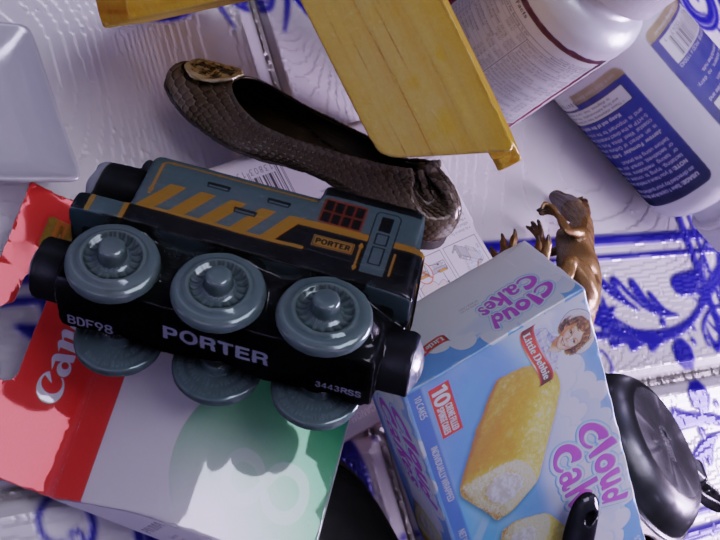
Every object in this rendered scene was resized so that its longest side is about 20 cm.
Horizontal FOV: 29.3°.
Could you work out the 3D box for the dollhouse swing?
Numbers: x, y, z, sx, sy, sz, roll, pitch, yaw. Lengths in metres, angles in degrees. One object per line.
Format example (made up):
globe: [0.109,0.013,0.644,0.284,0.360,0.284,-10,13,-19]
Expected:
dollhouse swing: [-0.025,-0.115,0.801,0.183,0.175,0.200,63,8,-10]

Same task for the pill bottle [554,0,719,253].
pill bottle: [0.251,-0.113,1.077,0.200,0.119,0.120,46,47,-12]

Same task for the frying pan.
frying pan: [0.202,0.135,0.871,0.190,0.031,0.115,44,29,-27]

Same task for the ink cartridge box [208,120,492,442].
ink cartridge box: [0.000,0.000,0.858,0.199,0.045,0.177,-23,83,-44]

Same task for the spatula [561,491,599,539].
spatula: [0.113,0.217,0.775,0.056,0.020,0.202,-7,108,-36]

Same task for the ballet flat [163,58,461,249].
ballet flat: [-0.027,-0.079,0.808,0.199,0.047,0.067,31,36,13]

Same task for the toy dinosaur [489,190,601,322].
toy dinosaur: [0.149,0.015,0.965,0.106,0.060,0.202,23,55,-31]

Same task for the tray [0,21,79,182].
tray: [-0.249,-0.086,0.704,0.199,0.022,0.108,-3,61,-41]

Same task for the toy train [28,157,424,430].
toy train: [-0.059,0.004,0.681,0.198,0.086,0.114,14,48,7]

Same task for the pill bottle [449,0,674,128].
pill bottle: [0.124,-0.177,0.947,0.109,0.200,0.110,19,56,-31]

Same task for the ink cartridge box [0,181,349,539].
ink cartridge box: [-0.100,0.052,0.712,0.199,0.050,0.162,26,60,-18]

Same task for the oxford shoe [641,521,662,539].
oxford shoe: [0.137,0.147,0.880,0.199,0.071,0.074,17,62,-34]

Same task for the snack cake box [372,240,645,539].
snack cake box: [0.082,0.101,0.765,0.114,0.067,0.201,-28,123,-13]

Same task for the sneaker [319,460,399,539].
sneaker: [0.028,0.181,0.743,0.074,0.106,0.201,-16,79,-43]
